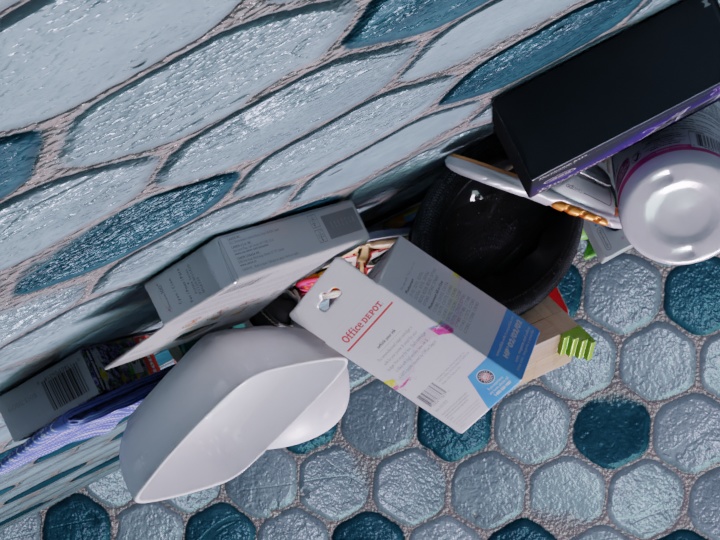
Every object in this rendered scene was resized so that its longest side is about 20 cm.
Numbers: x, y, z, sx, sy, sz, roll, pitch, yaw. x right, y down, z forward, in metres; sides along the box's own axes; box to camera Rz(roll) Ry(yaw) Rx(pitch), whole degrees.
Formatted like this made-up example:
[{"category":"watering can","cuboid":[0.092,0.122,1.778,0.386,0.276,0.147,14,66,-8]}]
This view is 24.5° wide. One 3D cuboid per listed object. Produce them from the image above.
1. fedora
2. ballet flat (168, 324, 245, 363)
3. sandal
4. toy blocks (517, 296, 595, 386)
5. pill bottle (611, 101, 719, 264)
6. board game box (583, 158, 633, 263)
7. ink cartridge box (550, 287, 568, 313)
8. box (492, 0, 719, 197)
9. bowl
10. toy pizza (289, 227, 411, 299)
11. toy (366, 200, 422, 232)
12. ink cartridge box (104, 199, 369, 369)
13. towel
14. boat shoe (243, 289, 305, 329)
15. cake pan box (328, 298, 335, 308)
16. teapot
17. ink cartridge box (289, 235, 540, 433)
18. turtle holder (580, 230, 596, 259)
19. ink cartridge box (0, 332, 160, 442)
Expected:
[{"category":"fedora","cuboid":[0.117,-0.047,1.593,0.199,0.202,0.091,-24,-156,-23]},{"category":"ballet flat","cuboid":[-0.152,0.062,1.661,0.062,0.068,0.200,-4,-176,26]},{"category":"sandal","cuboid":[0.174,-0.089,1.512,0.205,0.060,0.079,17,-174,-30]},{"category":"toy blocks","cuboid":[0.114,0.050,1.642,0.136,0.200,0.101,-22,140,-28]},{"category":"pill bottle","cuboid":[0.286,-0.104,1.523,0.113,0.114,0.201,-29,-153,21]},{"category":"board game box","cuboid":[0.298,-0.119,1.662,0.199,0.149,0.064,-27,173,1]},{"category":"ink cartridge box","cuboid":[0.135,0.012,1.957,0.083,0.177,0.200,-25,174,-26]},{"category":"box","cuboid":[0.214,-0.144,1.392,0.199,0.079,0.141,-27,172,3]},{"category":"bowl","cuboid":[-0.129,0.123,1.553,0.200,0.075,0.199,-47,162,22]},{"category":"toy pizza","cuboid":[0.000,0.000,1.699,0.198,0.032,0.200,-13,169,-3]},{"category":"toy","cuboid":[0.085,-0.058,1.737,0.199,0.048,0.115,-30,172,27]},{"category":"ink cartridge box","cuboid":[-0.112,0.010,1.432,0.176,0.045,0.199,-32,173,35]},{"category":"towel","cuboid":[-0.263,0.150,1.604,0.144,0.024,0.200,-22,172,-38]},{"category":"boat shoe","cuboid":[-0.070,0.048,1.667,0.060,0.076,0.200,-30,155,10]},{"category":"cake pan box","cuboid":[0.075,0.061,1.854,0.182,0.053,0.200,-3,161,14]},{"category":"teapot","cuboid":[-0.103,0.095,1.832,0.195,0.148,0.200,-7,-160,-4]},{"category":"ink cartridge box","cuboid":[0.048,0.049,1.516,0.115,0.199,0.068,-48,-169,48]},{"category":"turtle holder","cuboid":[0.275,-0.102,1.788,0.140,0.133,0.185,-29,175,18]},{"category":"ink cartridge box","cuboid":[-0.260,0.111,1.643,0.108,0.051,0.200,-29,173,19]}]
